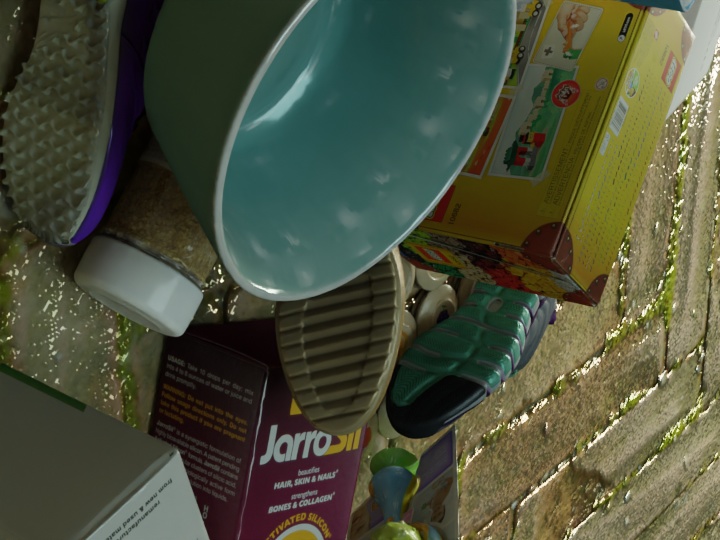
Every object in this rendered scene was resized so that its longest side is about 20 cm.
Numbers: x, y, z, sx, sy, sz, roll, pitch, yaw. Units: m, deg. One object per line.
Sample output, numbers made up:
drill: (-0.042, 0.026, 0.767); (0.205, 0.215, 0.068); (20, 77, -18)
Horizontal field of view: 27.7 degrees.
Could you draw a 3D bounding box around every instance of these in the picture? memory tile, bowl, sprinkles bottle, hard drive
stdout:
memory tile: (0.040, 0.043, 1.053); (0.199, 0.017, 0.155); (-30, 126, -42)
bowl: (-0.028, -0.097, 0.711); (0.200, 0.105, 0.202); (-37, 147, -28)
sprinkles bottle: (-0.083, -0.066, 0.806); (0.068, 0.068, 0.201); (41, 71, -51)
hard drive: (0.268, -0.199, 1.171); (0.200, 0.025, 0.133); (-39, 146, -61)

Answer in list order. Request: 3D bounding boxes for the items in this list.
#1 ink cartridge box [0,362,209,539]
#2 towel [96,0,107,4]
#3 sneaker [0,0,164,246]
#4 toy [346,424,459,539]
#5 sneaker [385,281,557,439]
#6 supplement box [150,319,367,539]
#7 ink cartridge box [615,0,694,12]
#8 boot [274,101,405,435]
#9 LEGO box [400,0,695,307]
ink cartridge box: (-0.143, 0.167, 0.761); (0.084, 0.144, 0.202); (-41, 134, -34)
towel: (-0.097, -0.225, 0.694); (0.144, 0.023, 0.200); (48, 56, -3)
sneaker: (-0.117, -0.110, 0.743); (0.099, 0.069, 0.202); (-1, 106, -54)
toy: (0.012, 0.189, 0.951); (0.047, 0.115, 0.201); (38, 29, -17)
sneaker: (0.093, 0.066, 1.060); (0.200, 0.074, 0.088); (-47, 141, -31)
supplement box: (-0.068, 0.138, 0.896); (0.110, 0.085, 0.202); (-2, 105, -51)
ink cartridge box: (0.124, -0.269, 0.877); (0.147, 0.199, 0.146); (-56, 139, -20)
boot: (0.000, 0.000, 0.864); (0.166, 0.071, 0.202); (47, 41, -76)
LEGO box: (0.113, -0.093, 0.967); (0.077, 0.148, 0.202); (38, 71, -50)
